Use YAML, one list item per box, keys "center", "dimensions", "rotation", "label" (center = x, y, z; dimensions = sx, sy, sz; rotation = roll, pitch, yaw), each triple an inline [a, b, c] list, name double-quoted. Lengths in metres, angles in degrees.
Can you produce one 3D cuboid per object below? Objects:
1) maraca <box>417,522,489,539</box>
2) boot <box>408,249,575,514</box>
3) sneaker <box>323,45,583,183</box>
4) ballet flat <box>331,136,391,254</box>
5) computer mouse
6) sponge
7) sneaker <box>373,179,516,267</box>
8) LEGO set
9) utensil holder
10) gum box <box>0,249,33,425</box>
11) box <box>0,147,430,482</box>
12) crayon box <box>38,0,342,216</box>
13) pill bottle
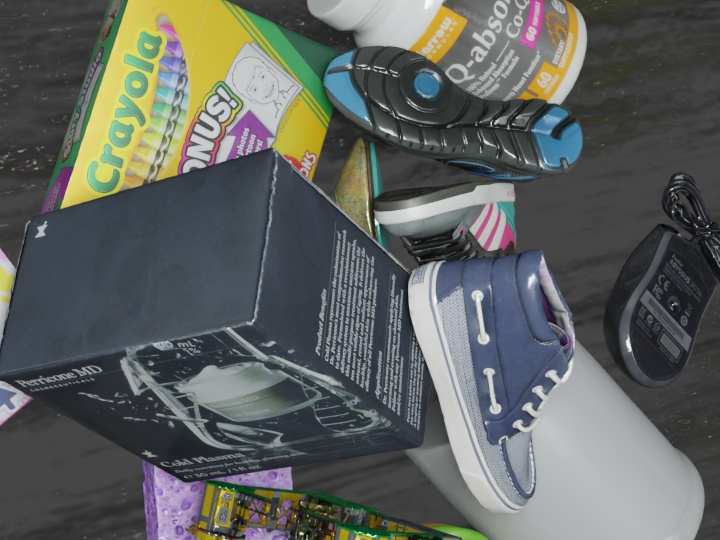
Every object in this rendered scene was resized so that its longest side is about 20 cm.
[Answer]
- center: [0.054, 0.281, 1.075]
  dimensions: [0.137, 0.107, 0.200]
  rotation: [-8, 121, -8]
  label: "maraca"
- center: [0.104, 0.080, 0.911]
  dimensions: [0.200, 0.090, 0.073]
  rotation: [67, 29, -27]
  label: "boot"
- center: [0.061, -0.105, 1.022]
  dimensions: [0.200, 0.082, 0.073]
  rotation: [18, 74, -14]
  label: "sneaker"
- center: [0.000, 0.000, 1.058]
  dimensions: [0.071, 0.071, 0.200]
  rotation: [-17, 98, -28]
  label: "ballet flat"
- center: [0.270, 0.024, 1.221]
  dimensions: [0.139, 0.053, 0.200]
  rotation: [49, 57, -20]
  label: "computer mouse"
- center: [-0.102, 0.218, 1.022]
  dimensions: [0.111, 0.030, 0.200]
  rotation: [-5, 95, -30]
  label: "sponge"
- center: [0.070, -0.005, 1.048]
  dimensions: [0.200, 0.084, 0.121]
  rotation: [-9, 93, -63]
  label: "sneaker"
- center: [-0.027, 0.223, 0.950]
  dimensions: [0.154, 0.200, 0.116]
  rotation: [17, 84, -54]
  label: "LEGO set"
- center: [0.148, 0.147, 1.084]
  dimensions: [0.200, 0.170, 0.170]
  rotation: [48, 70, -21]
  label: "utensil holder"
- center: [-0.284, 0.022, 0.888]
  dimensions: [0.113, 0.066, 0.200]
  rotation: [-41, 111, -20]
  label: "gum box"
- center: [-0.087, 0.039, 0.882]
  dimensions: [0.197, 0.200, 0.124]
  rotation: [42, 44, -46]
  label: "box"
- center: [-0.119, -0.091, 0.983]
  dimensions: [0.172, 0.058, 0.200]
  rotation: [20, 82, -29]
  label: "crayon box"
- center: [0.066, -0.194, 1.053]
  dimensions: [0.200, 0.116, 0.116]
  rotation: [23, 81, -29]
  label: "pill bottle"
